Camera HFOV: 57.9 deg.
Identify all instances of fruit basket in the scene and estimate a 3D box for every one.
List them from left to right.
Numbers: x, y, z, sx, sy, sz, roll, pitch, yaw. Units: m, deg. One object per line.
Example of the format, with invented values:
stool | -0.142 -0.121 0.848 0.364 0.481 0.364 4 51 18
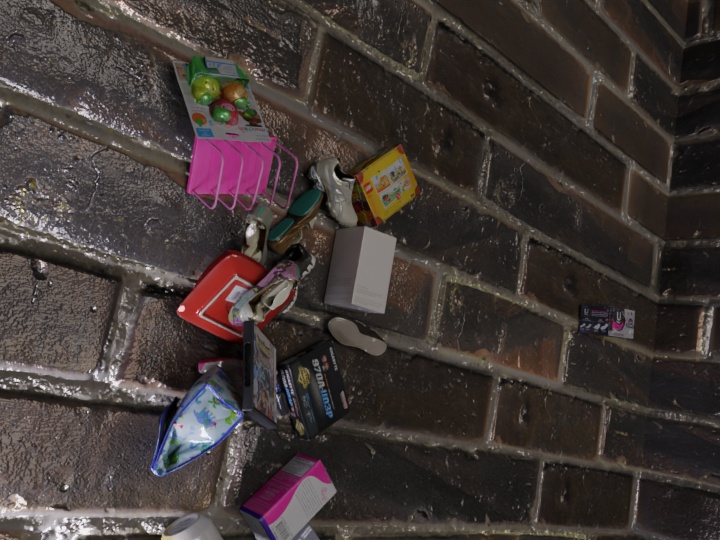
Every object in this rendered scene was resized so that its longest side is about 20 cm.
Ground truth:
fruit basket | -0.297 -0.369 1.413 0.184 0.094 0.201 -5 60 -41

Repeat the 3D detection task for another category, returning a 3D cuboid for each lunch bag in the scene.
lunch bag | -0.334 0.307 1.317 0.127 0.170 0.200 42 90 -6

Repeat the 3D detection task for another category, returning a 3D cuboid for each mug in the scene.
mug | -0.357 0.605 1.349 0.186 0.149 0.155 -27 99 -45

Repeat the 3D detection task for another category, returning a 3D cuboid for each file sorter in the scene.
file sorter | -0.255 -0.213 1.430 0.199 0.125 0.140 -6 123 -41

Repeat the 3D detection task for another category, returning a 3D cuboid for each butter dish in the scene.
butter dish | -0.278 0.035 1.435 0.199 0.148 0.199 -43 130 17

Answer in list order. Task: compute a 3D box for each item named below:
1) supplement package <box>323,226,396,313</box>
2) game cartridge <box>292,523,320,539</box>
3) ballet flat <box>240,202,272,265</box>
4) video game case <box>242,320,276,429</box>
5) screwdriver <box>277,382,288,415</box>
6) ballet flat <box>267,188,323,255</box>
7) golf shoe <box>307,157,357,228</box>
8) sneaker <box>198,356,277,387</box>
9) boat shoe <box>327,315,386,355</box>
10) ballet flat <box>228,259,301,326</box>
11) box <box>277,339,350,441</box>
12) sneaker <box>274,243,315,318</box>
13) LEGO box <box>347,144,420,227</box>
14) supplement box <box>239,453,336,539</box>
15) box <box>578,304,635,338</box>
supplement package | 0.000 0.000 1.684 0.119 0.121 0.202 17 78 -39
game cartridge | -0.134 0.740 1.607 0.133 0.041 0.201 -40 114 -30
ballet flat | -0.241 -0.064 1.448 0.067 0.201 0.064 23 45 3
video game case | -0.210 0.224 1.372 0.200 0.025 0.183 74 11 -66
screwdriver | -0.204 0.254 1.556 0.028 0.029 0.202 -24 109 -39
ballet flat | -0.154 -0.113 1.597 0.201 0.067 0.073 -53 141 -28
golf shoe | -0.046 -0.196 1.654 0.201 0.096 0.079 56 27 -28
sneaker | -0.277 0.247 1.462 0.199 0.081 0.089 22 73 -38
boat shoe | -0.015 0.165 1.720 0.199 0.057 0.067 32 105 -32
ballet flat | -0.198 0.062 1.341 0.200 0.071 0.069 -42 133 15
box | -0.113 0.295 1.620 0.158 0.046 0.202 -24 105 -44
sneaker | -0.179 0.017 1.551 0.201 0.066 0.091 -62 146 -28
LEGO box | 0.054 -0.229 1.765 0.200 0.077 0.150 -38 113 -35
supplement box | -0.168 0.542 1.537 0.199 0.103 0.102 -37 111 -34
box | 0.950 0.195 2.502 0.199 0.131 0.116 9 85 -41
